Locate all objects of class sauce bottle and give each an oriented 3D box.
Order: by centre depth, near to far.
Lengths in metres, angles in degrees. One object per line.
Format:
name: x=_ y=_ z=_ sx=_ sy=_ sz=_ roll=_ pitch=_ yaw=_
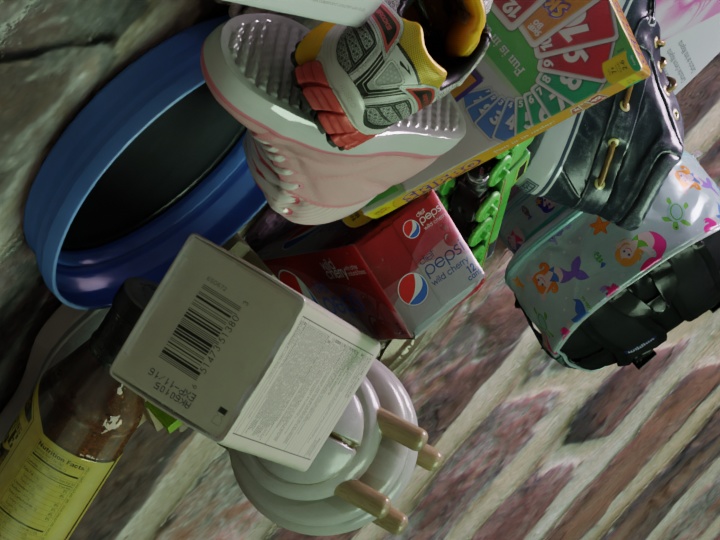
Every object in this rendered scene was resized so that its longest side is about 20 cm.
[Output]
sauce bottle: x=-0.165 y=0.092 z=1.619 sx=0.200 sy=0.066 sz=0.066 roll=-56 pitch=157 yaw=21

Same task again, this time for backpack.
backpack: x=0.187 y=-0.017 z=2.052 sx=0.177 sy=0.151 sz=0.200 roll=-35 pitch=171 yaw=8

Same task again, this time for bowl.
bowl: x=-0.103 y=-0.062 z=1.565 sx=0.200 sy=0.039 sz=0.201 roll=-37 pitch=160 yaw=-16

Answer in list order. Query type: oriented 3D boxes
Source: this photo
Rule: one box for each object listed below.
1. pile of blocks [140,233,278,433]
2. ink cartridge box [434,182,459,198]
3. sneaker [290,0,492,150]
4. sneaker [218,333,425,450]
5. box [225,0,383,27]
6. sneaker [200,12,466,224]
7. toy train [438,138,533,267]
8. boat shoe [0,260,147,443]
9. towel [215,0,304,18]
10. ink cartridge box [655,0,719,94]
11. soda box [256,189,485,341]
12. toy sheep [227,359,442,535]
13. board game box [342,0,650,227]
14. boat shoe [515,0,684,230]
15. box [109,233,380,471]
pile of blocks: x=-0.102 y=0.052 z=1.773 sx=0.082 sy=0.062 sz=0.200 roll=-30 pitch=156 yaw=-34
ink cartridge box: x=0.072 y=-0.131 z=1.724 sx=0.116 sy=0.067 sz=0.200 roll=-20 pitch=151 yaw=-49
sneaker: x=0.039 y=-0.126 z=1.463 sx=0.082 sy=0.078 sz=0.200 roll=-21 pitch=-161 yaw=29
sneaker: x=-0.024 y=0.053 z=1.920 sx=0.200 sy=0.070 sz=0.076 roll=-48 pitch=155 yaw=11
box: x=-0.004 y=-0.226 z=1.314 sx=0.200 sy=0.106 sz=0.152 roll=-49 pitch=160 yaw=17
sneaker: x=-0.037 y=-0.072 z=1.499 sx=0.105 sy=0.076 sz=0.200 roll=-35 pitch=156 yaw=28
toy train: x=0.076 y=-0.052 z=1.738 sx=0.056 sy=0.042 sz=0.200 roll=-45 pitch=164 yaw=-27
boat shoe: x=-0.168 y=0.080 z=1.689 sx=0.072 sy=0.069 sz=0.200 roll=-15 pitch=146 yaw=-54
towel: x=0.008 y=-0.191 z=1.525 sx=0.133 sy=0.034 sz=0.200 roll=-51 pitch=161 yaw=24
ink cartridge box: x=0.211 y=-0.175 z=1.947 sx=0.200 sy=0.043 sz=0.196 roll=-46 pitch=161 yaw=3
soda box: x=0.000 y=0.000 z=1.724 sx=0.063 sy=0.070 sz=0.200 roll=-36 pitch=-170 yaw=-20
toy sheep: x=-0.022 y=0.109 z=1.828 sx=0.138 sy=0.138 sz=0.200 roll=-41 pitch=164 yaw=-6
board game box: x=0.057 y=-0.109 z=1.612 sx=0.200 sy=0.096 sz=0.030 roll=-28 pitch=165 yaw=18
boat shoe: x=0.171 y=-0.128 z=1.797 sx=0.201 sy=0.091 sz=0.071 roll=-68 pitch=-166 yaw=-5
box: x=-0.061 y=0.050 z=1.589 sx=0.095 sy=0.078 sz=0.200 roll=-59 pitch=165 yaw=-2
